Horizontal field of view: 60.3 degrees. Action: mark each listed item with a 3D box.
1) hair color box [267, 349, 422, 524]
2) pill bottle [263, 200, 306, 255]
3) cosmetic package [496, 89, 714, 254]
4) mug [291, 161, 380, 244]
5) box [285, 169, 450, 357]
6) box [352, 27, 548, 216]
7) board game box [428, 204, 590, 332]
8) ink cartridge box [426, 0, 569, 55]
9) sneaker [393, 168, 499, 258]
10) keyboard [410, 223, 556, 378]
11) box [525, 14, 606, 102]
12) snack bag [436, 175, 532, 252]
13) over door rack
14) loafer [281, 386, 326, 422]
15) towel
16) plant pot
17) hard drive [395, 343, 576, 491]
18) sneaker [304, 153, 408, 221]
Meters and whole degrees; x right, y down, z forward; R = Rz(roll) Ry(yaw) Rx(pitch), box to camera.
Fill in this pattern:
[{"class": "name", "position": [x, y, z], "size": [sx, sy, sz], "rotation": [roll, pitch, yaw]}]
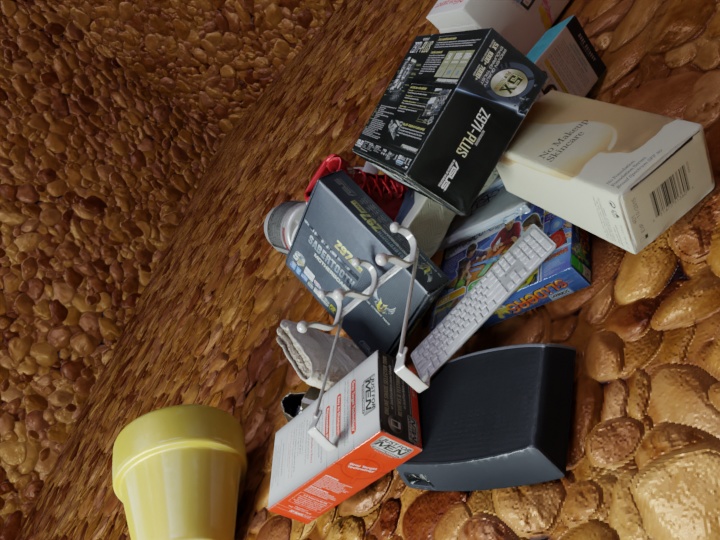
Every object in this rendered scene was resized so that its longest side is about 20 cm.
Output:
[{"class": "hair color box", "position": [-0.021, 0.188, 0.683], "size": [0.200, 0.061, 0.103], "rotation": [-43, 30, 33]}, {"class": "pill bottle", "position": [-0.126, -0.084, 1.260], "size": [0.115, 0.113, 0.199], "rotation": [-58, 24, -7]}, {"class": "cosmetic package", "position": [0.227, -0.107, 0.613], "size": [0.105, 0.072, 0.200], "rotation": [-39, 33, -6]}, {"class": "mug", "position": [-0.009, -0.098, 0.994], "size": [0.202, 0.145, 0.177], "rotation": [115, 179, -46]}, {"class": "box", "position": [0.000, 0.000, 0.780], "size": [0.051, 0.200, 0.159], "rotation": [-28, -22, -42]}, {"class": "box", "position": [0.089, -0.172, 0.700], "size": [0.166, 0.085, 0.200], "rotation": [-59, 23, 6]}, {"class": "board game box", "position": [0.167, -0.010, 0.708], "size": [0.199, 0.034, 0.137], "rotation": [-30, 34, 44]}, {"class": "ink cartridge box", "position": [0.236, -0.448, 1.004], "size": [0.202, 0.144, 0.147], "rotation": [-53, 23, 3]}, {"class": "sneaker", "position": [0.103, -0.107, 0.791], "size": [0.201, 0.075, 0.085], "rotation": [-50, 23, 2]}, {"class": "keyboard", "position": [0.126, 0.036, 0.662], "size": [0.201, 0.011, 0.056], "rotation": [-49, 19, 14]}, {"class": "box", "position": [0.219, -0.214, 0.759], "size": [0.201, 0.083, 0.049], "rotation": [-50, 19, -22]}, {"class": "snack bag", "position": [0.168, -0.108, 0.802], "size": [0.187, 0.021, 0.201], "rotation": [-25, 25, 49]}, {"class": "over door rack", "position": [-0.003, 0.057, 0.640], "size": [0.147, 0.066, 0.203], "rotation": [-41, 32, 34]}, {"class": "loafer", "position": [-0.049, 0.192, 0.813], "size": [0.199, 0.071, 0.074], "rotation": [-19, 42, 53]}, {"class": "towel", "position": [-0.035, 0.115, 0.812], "size": [0.035, 0.130, 0.200], "rotation": [-68, 24, 5]}, {"class": "plant pot", "position": [-0.259, 0.334, 0.908], "size": [0.201, 0.199, 0.191], "rotation": [-44, 42, 23]}, {"class": "hard drive", "position": [0.114, 0.142, 0.608], "size": [0.199, 0.042, 0.137], "rotation": [-26, 37, 48]}, {"class": "sneaker", "position": [0.018, -0.109, 0.836], "size": [0.196, 0.116, 0.079], "rotation": [-23, 48, -1]}]
